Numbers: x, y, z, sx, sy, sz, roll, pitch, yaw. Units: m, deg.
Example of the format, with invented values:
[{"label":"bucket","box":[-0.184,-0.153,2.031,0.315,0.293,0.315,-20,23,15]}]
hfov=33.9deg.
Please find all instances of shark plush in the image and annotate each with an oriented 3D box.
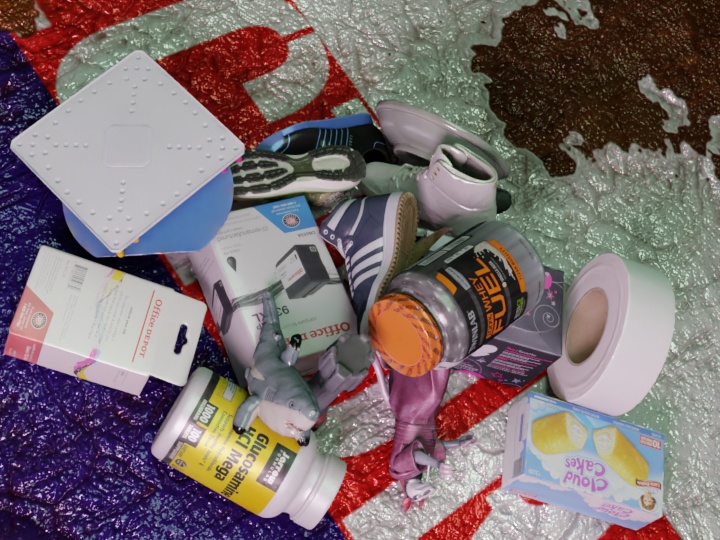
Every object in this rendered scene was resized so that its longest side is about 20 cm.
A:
[{"label":"shark plush","box":[-0.077,0.105,1.288,0.091,0.083,0.200,23,36,-18]}]

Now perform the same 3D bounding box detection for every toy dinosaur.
[{"label":"toy dinosaur","box":[0.039,-0.010,1.482,0.058,0.200,0.101,26,30,-48]}]

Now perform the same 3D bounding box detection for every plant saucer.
[{"label":"plant saucer","box":[0.100,-0.157,1.570,0.200,0.200,0.050,29,84,-8]}]

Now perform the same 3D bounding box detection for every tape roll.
[{"label":"tape roll","box":[0.319,0.082,1.522,0.071,0.202,0.203,18,58,-15]}]

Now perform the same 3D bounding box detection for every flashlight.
[{"label":"flashlight","box":[-0.041,0.127,1.333,0.068,0.200,0.068,-6,66,-28]}]

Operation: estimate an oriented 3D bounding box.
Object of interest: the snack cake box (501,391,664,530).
[{"label":"snack cake box","box":[0.284,0.243,1.501,0.199,0.067,0.115,18,57,-15]}]

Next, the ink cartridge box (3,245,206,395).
[{"label":"ink cartridge box","box":[-0.285,0.064,1.336,0.199,0.068,0.117,20,58,-12]}]

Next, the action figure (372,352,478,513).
[{"label":"action figure","box":[0.060,0.187,1.408,0.148,0.134,0.201,8,84,16]}]

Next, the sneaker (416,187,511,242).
[{"label":"sneaker","box":[0.116,-0.057,1.583,0.199,0.074,0.089,-11,71,-16]}]

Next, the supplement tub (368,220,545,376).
[{"label":"supplement tub","box":[0.109,0.034,1.354,0.200,0.123,0.123,-32,80,-37]}]

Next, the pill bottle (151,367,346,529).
[{"label":"pill bottle","box":[-0.121,0.201,1.311,0.199,0.112,0.113,31,56,-7]}]

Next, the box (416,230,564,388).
[{"label":"box","box":[0.148,0.050,1.512,0.199,0.115,0.133,17,59,-16]}]

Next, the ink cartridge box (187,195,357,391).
[{"label":"ink cartridge box","box":[-0.104,0.026,1.428,0.145,0.084,0.201,-14,71,-30]}]

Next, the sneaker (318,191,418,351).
[{"label":"sneaker","box":[0.000,0.000,1.418,0.070,0.108,0.201,43,54,-55]}]

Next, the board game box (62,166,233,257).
[{"label":"board game box","box":[-0.248,-0.081,1.395,0.199,0.039,0.159,-4,64,-2]}]

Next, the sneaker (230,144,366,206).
[{"label":"sneaker","box":[-0.093,-0.100,1.500,0.199,0.089,0.077,-3,51,-9]}]

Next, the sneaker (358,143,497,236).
[{"label":"sneaker","box":[0.087,-0.122,1.492,0.199,0.116,0.074,23,47,23]}]

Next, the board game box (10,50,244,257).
[{"label":"board game box","box":[-0.271,-0.140,1.385,0.200,0.026,0.200,-41,70,-19]}]

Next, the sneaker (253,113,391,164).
[{"label":"sneaker","box":[-0.047,-0.151,1.555,0.199,0.070,0.078,-19,68,-31]}]
